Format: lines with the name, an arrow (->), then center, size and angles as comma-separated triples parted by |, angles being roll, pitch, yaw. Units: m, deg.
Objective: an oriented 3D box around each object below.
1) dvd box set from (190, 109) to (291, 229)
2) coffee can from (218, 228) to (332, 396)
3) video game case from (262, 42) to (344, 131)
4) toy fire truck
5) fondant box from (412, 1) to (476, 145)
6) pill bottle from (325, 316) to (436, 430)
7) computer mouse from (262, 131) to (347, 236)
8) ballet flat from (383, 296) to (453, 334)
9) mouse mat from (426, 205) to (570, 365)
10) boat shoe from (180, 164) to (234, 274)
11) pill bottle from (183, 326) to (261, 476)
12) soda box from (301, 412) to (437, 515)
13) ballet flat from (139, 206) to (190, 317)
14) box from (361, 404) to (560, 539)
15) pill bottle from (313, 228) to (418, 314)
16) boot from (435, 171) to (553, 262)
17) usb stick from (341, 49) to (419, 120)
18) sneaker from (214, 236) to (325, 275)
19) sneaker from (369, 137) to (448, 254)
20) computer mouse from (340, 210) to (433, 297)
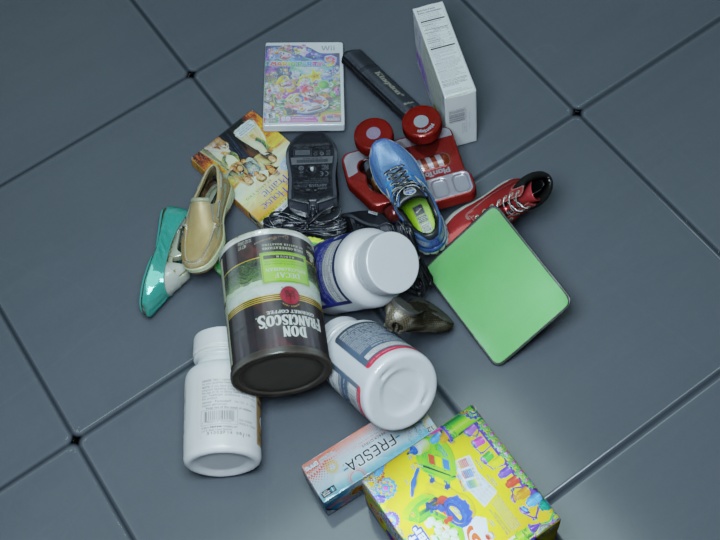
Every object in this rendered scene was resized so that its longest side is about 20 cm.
dvd box set -> -0.173, -0.171, 1.877 | 0.146, 0.029, 0.200 | -40, 65, -16
coffee can -> -0.126, 0.062, 1.597 | 0.145, 0.147, 0.202 | -10, 61, -1
video game case -> -0.100, -0.328, 1.948 | 0.142, 0.018, 0.202 | -1, 55, -1
toy fire truck -> 0.076, -0.162, 1.801 | 0.198, 0.112, 0.169 | -15, 59, -2
fondant box -> 0.144, -0.332, 1.872 | 0.058, 0.145, 0.201 | -14, 61, -1
pill bottle -> 0.014, 0.140, 1.599 | 0.119, 0.120, 0.200 | -34, 29, -13
computer mouse -> -0.084, -0.135, 1.799 | 0.137, 0.053, 0.202 | 1, 61, 3
ballet flat -> 0.084, 0.073, 1.641 | 0.067, 0.200, 0.047 | 36, 101, 21
mouse mat -> 0.208, 0.023, 1.687 | 0.161, 0.008, 0.201 | -43, 73, 19
boat shoe -> -0.253, -0.087, 1.760 | 0.071, 0.077, 0.201 | -4, 48, 9
pill bottle -> -0.204, 0.192, 1.630 | 0.113, 0.115, 0.202 | -5, 61, 2
soda box -> 0.017, 0.268, 1.598 | 0.199, 0.064, 0.069 | -31, 63, -11
ballet flat -> -0.305, -0.018, 1.782 | 0.070, 0.068, 0.202 | 1, 60, 12
box -> 0.136, 0.333, 1.517 | 0.192, 0.122, 0.200 | -31, 63, -12
pill bottle -> 0.000, 0.000, 1.656 | 0.119, 0.200, 0.121 | 4, 82, -29
boot -> 0.209, -0.085, 1.725 | 0.200, 0.144, 0.073 | -40, 97, -15
usb stick -> 0.041, -0.322, 1.934 | 0.055, 0.033, 0.200 | -14, 53, -46
sneaker -> -0.138, -0.008, 1.759 | 0.198, 0.074, 0.084 | -3, 57, 3
sneaker -> 0.077, -0.125, 1.708 | 0.078, 0.089, 0.201 | -30, 76, -2
computer mouse -> 0.049, -0.032, 1.745 | 0.046, 0.141, 0.199 | -33, 24, -26
